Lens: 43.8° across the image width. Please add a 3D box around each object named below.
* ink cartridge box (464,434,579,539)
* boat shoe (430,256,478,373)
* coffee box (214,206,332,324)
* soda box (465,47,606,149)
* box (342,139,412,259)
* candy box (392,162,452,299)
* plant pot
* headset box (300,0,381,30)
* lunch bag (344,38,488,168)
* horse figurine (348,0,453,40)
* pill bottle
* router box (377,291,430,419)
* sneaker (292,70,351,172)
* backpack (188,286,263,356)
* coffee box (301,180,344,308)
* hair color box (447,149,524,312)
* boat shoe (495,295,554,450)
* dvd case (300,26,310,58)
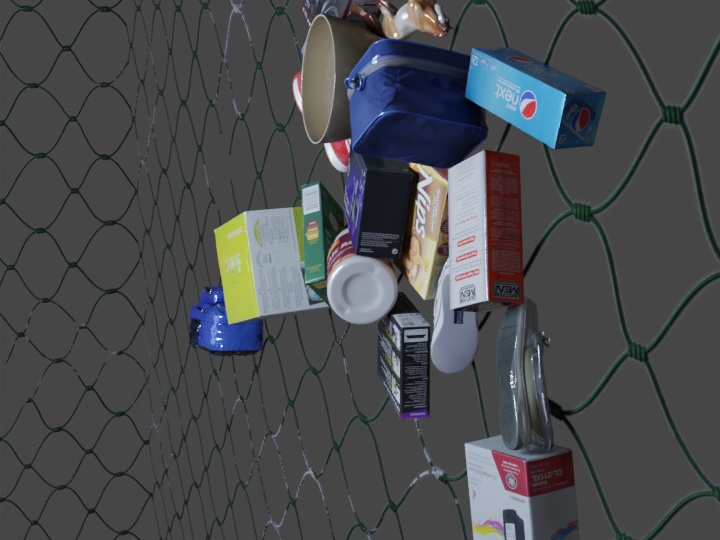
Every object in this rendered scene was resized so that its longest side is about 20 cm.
[{"bbox_3d":[0.220,0.337,1.213,0.145,0.082,0.203,-2,94,63],"label":"ink cartridge box"},{"bbox_3d":[0.140,0.062,1.333,0.066,0.071,0.202,-81,-11,-54],"label":"boat shoe"},{"bbox_3d":[-0.160,-0.010,1.774,0.199,0.195,0.203,-17,81,63],"label":"coffee box"},{"bbox_3d":[0.212,-0.219,1.116,0.200,0.063,0.069,47,137,51],"label":"soda box"},{"bbox_3d":[0.023,-0.124,1.439,0.200,0.078,0.143,-106,24,-65],"label":"box"},{"bbox_3d":[0.110,-0.072,1.368,0.116,0.055,0.202,50,139,49],"label":"candy box"},{"bbox_3d":[-0.008,-0.306,1.450,0.200,0.133,0.203,179,90,-72],"label":"plant pot"},{"bbox_3d":[-0.024,-0.474,1.522,0.201,0.076,0.150,117,138,-51],"label":"headset box"},{"bbox_3d":[0.071,-0.237,1.240,0.136,0.198,0.134,143,130,-58],"label":"lunch bag"},{"bbox_3d":[0.064,-0.403,1.373,0.199,0.050,0.134,-8,109,56],"label":"horse figurine"},{"bbox_3d":[0.000,0.000,1.483,0.200,0.112,0.116,-97,9,-70],"label":"pill bottle"},{"bbox_3d":[0.067,0.132,1.452,0.200,0.050,0.151,-124,33,-73],"label":"router box"},{"bbox_3d":[-0.036,-0.285,1.590,0.115,0.078,0.201,-30,92,51],"label":"sneaker"},{"bbox_3d":[-0.329,0.127,2.194,0.199,0.161,0.170,15,107,63],"label":"backpack"},{"bbox_3d":[-0.064,-0.046,1.624,0.123,0.043,0.202,48,-148,-59],"label":"coffee box"},{"bbox_3d":[0.168,-0.050,1.213,0.101,0.060,0.203,160,113,-64],"label":"hair color box"},{"bbox_3d":[0.221,0.134,1.183,0.074,0.064,0.205,130,143,-68],"label":"boat shoe"},{"bbox_3d":[-0.060,-0.384,1.682,0.143,0.017,0.202,-53,49,56],"label":"dvd case"}]
